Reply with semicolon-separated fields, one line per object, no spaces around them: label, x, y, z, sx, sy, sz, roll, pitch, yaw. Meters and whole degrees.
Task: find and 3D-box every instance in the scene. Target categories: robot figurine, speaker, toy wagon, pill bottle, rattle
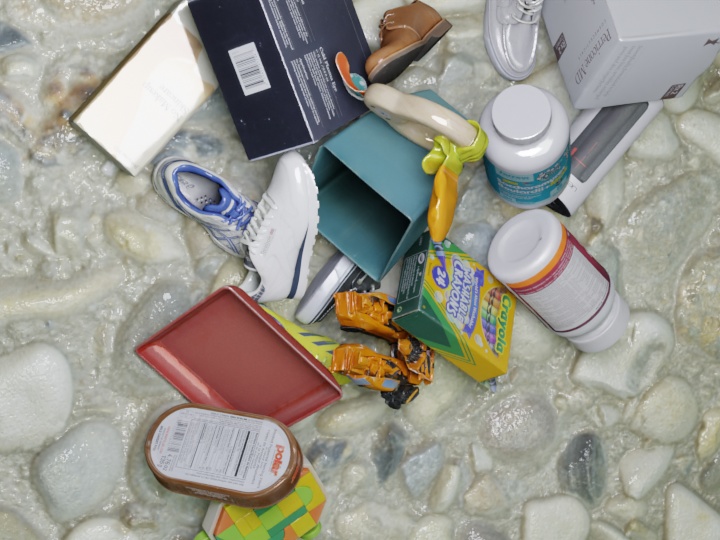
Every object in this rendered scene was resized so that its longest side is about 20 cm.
robot figurine;0.034;0.096;1.648;0.200;0.058;0.146;21;68;-53
speaker;0.309;-0.168;1.742;0.081;0.081;0.200;43;84;-16
toy wagon;-0.137;0.316;1.655;0.200;0.040;0.155;-34;127;-10
pill bottle;0.263;0.018;1.715;0.200;0.109;0.110;41;84;-34
pill bottle;0.202;-0.156;1.610;0.110;0.200;0.111;-3;74;10
rattle;0.034;-0.142;1.499;0.199;0.130;0.143;25;99;-1

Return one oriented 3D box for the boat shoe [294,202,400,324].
boat shoe;0.000;0.000;1.672;0.071;0.072;0.200;43;81;-12

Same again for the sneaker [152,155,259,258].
sneaker;-0.165;-0.069;1.608;0.200;0.088;0.075;30;85;-19

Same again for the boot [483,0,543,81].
boot;0.204;-0.344;1.682;0.073;0.096;0.201;-10;99;-15

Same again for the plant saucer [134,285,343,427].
plant saucer;-0.145;0.113;1.606;0.200;0.199;0.037;44;41;-16

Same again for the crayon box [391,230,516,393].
crayon box;0.133;0.053;1.675;0.200;0.051;0.126;36;49;-32

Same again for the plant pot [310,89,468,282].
plant pot;0.048;-0.120;1.613;0.141;0.141;0.200;41;55;9

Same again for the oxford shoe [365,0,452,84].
oxford shoe;0.044;-0.283;1.617;0.071;0.200;0.071;46;124;-3

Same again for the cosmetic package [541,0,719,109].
cosmetic package;0.339;-0.335;1.652;0.164;0.165;0.201;-8;68;-16

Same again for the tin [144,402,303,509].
tin;-0.169;0.225;1.606;0.199;0.042;0.112;8;66;15

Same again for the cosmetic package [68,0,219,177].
cosmetic package;-0.244;-0.218;1.575;0.105;0.071;0.200;41;84;-17

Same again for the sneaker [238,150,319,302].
sneaker;-0.101;-0.048;1.576;0.080;0.076;0.201;-3;119;-21

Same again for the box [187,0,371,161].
box;-0.082;-0.257;1.557;0.182;0.104;0.201;-36;109;-52

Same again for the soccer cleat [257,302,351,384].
soccer cleat;-0.089;0.096;1.649;0.200;0.084;0.065;30;92;-17
